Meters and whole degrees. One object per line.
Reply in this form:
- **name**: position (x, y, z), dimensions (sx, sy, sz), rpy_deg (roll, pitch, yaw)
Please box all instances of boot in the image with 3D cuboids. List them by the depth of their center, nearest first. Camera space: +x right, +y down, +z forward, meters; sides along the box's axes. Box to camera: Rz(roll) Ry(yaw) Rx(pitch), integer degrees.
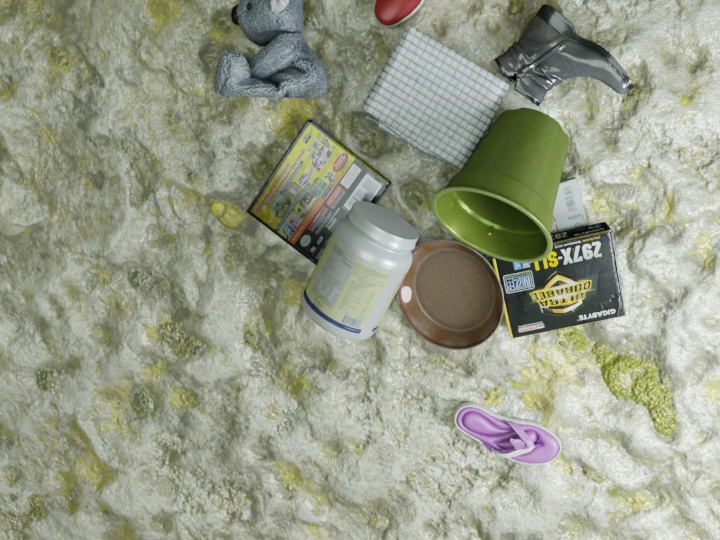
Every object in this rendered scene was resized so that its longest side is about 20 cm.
- **boot**: position (0.089, -0.466, 1.193), dimensions (0.072, 0.144, 0.200), rpy_deg (43, 106, -4)
- **boot**: position (0.323, -0.313, 1.232), dimensions (0.200, 0.070, 0.132), rpy_deg (42, 103, 10)

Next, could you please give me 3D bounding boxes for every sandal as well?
- **sandal**: position (0.262, 0.304, 1.386), dimensions (0.201, 0.050, 0.083), rpy_deg (19, 105, 4)

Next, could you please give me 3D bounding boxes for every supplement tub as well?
- **supplement tub**: position (0.000, 0.000, 1.301), dimensions (0.144, 0.145, 0.201), rpy_deg (28, 111, 2)

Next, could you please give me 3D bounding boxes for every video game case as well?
- **video game case**: position (0.288, -0.062, 1.317), dimensions (0.198, 0.018, 0.144), rpy_deg (-16, 100, 11)
- **video game case**: position (-0.074, -0.129, 1.354), dimensions (0.180, 0.026, 0.201), rpy_deg (37, 106, -1)

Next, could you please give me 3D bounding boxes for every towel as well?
- **towel**: position (0.121, -0.281, 1.262), dimensions (0.199, 0.086, 0.166), rpy_deg (29, 107, 0)

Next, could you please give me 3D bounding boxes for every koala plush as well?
- **koala plush**: position (-0.139, -0.383, 1.242), dimensions (0.182, 0.177, 0.202), rpy_deg (1, 103, -3)

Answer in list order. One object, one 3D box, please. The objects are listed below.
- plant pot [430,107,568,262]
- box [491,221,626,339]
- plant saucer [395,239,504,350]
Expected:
- **plant pot**: position (0.239, -0.146, 1.210), dimensions (0.199, 0.200, 0.191), rpy_deg (27, 72, 2)
- **box**: position (0.333, 0.019, 1.299), dimensions (0.198, 0.049, 0.161), rpy_deg (-12, 109, 11)
- **plant saucer**: position (0.156, 0.038, 1.326), dimensions (0.199, 0.037, 0.202), rpy_deg (11, 115, 25)
